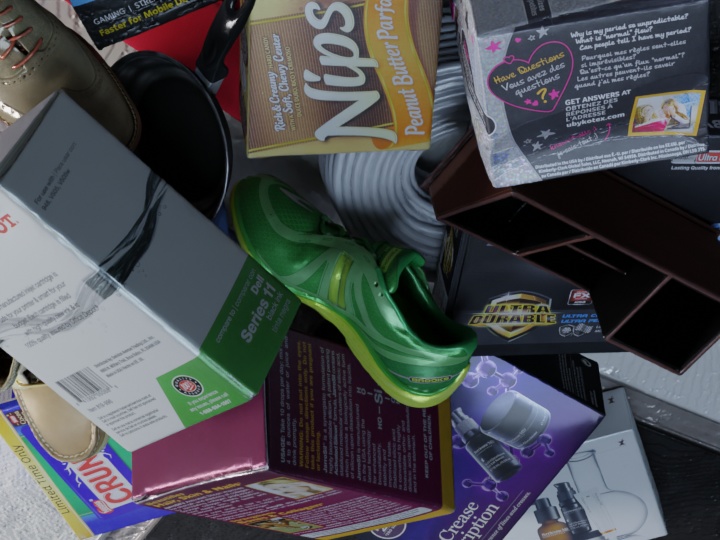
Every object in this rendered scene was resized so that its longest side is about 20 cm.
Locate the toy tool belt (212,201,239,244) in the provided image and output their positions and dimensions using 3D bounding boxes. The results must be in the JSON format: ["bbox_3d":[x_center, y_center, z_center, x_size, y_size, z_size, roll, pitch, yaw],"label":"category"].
[{"bbox_3d":[-0.123,-0.026,1.170,0.122,0.125,0.201,7,138,23],"label":"toy tool belt"}]

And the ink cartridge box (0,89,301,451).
[{"bbox_3d":[-0.159,0.005,1.053,0.200,0.083,0.146,42,141,-21],"label":"ink cartridge box"}]

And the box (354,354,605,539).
[{"bbox_3d":[0.074,0.130,1.350,0.140,0.079,0.201,29,117,-12],"label":"box"}]

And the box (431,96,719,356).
[{"bbox_3d":[0.157,-0.027,1.168,0.198,0.050,0.200,0,135,-11],"label":"box"}]

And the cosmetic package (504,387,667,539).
[{"bbox_3d":[0.145,0.186,1.473,0.198,0.052,0.151,-16,132,10],"label":"cosmetic package"}]

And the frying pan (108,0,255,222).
[{"bbox_3d":[-0.110,-0.109,1.045,0.031,0.114,0.191,-22,134,-48],"label":"frying pan"}]

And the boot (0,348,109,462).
[{"bbox_3d":[-0.227,0.059,1.183,0.071,0.155,0.202,-12,106,5],"label":"boot"}]

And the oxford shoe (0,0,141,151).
[{"bbox_3d":[-0.213,-0.135,1.030,0.200,0.075,0.071,40,87,-1],"label":"oxford shoe"}]

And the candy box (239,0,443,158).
[{"bbox_3d":[-0.012,-0.162,1.020,0.114,0.056,0.201,-3,131,-8],"label":"candy box"}]

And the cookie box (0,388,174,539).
[{"bbox_3d":[-0.160,0.108,1.344,0.198,0.076,0.172,-16,135,11],"label":"cookie box"}]

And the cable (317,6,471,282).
[{"bbox_3d":[0.069,-0.080,1.183,0.199,0.070,0.200,-31,130,23],"label":"cable"}]

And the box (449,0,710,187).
[{"bbox_3d":[0.117,-0.163,1.012,0.131,0.201,0.115,-9,134,2],"label":"box"}]

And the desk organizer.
[{"bbox_3d":[0.141,-0.014,1.089,0.199,0.077,0.072,25,124,-28],"label":"desk organizer"}]

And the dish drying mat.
[{"bbox_3d":[-0.112,-0.159,1.121,0.077,0.018,0.199,-38,127,27],"label":"dish drying mat"}]

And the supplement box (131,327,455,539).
[{"bbox_3d":[-0.044,0.116,1.213,0.130,0.104,0.199,-17,156,37],"label":"supplement box"}]

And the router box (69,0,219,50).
[{"bbox_3d":[-0.095,-0.231,1.014,0.198,0.051,0.150,-22,132,6],"label":"router box"}]

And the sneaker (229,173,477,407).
[{"bbox_3d":[0.000,0.000,1.162,0.200,0.074,0.084,42,128,-2],"label":"sneaker"}]
